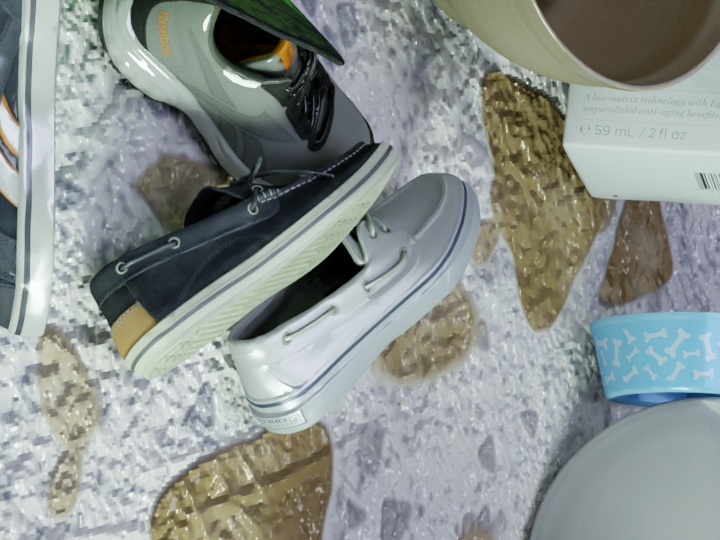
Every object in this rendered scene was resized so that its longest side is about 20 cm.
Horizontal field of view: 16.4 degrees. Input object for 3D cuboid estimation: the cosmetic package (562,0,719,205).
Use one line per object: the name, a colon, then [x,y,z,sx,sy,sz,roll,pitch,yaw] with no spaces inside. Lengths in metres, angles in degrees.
cosmetic package: [0.240,-0.151,1.541,0.123,0.198,0.202,47,49,-70]

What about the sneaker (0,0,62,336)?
sneaker: [-0.174,-0.069,1.127,0.079,0.078,0.202,0,104,-9]

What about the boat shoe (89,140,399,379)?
boat shoe: [-0.056,-0.020,1.264,0.200,0.075,0.062,-36,79,-33]

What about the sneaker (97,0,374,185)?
sneaker: [-0.049,-0.095,1.285,0.200,0.079,0.075,35,60,-47]

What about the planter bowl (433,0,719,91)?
planter bowl: [0.114,-0.202,1.438,0.199,0.134,0.202,-1,92,-40]

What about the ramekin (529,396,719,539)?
ramekin: [0.210,0.186,1.523,0.094,0.201,0.204,53,49,-52]

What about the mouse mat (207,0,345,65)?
mouse mat: [-0.103,-0.169,1.179,0.008,0.161,0.199,-51,142,13]

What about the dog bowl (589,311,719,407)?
dog bowl: [0.237,0.062,1.590,0.199,0.111,0.050,8,79,-30]

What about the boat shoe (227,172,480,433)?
boat shoe: [0.000,0.000,1.347,0.200,0.073,0.067,-54,130,-38]
